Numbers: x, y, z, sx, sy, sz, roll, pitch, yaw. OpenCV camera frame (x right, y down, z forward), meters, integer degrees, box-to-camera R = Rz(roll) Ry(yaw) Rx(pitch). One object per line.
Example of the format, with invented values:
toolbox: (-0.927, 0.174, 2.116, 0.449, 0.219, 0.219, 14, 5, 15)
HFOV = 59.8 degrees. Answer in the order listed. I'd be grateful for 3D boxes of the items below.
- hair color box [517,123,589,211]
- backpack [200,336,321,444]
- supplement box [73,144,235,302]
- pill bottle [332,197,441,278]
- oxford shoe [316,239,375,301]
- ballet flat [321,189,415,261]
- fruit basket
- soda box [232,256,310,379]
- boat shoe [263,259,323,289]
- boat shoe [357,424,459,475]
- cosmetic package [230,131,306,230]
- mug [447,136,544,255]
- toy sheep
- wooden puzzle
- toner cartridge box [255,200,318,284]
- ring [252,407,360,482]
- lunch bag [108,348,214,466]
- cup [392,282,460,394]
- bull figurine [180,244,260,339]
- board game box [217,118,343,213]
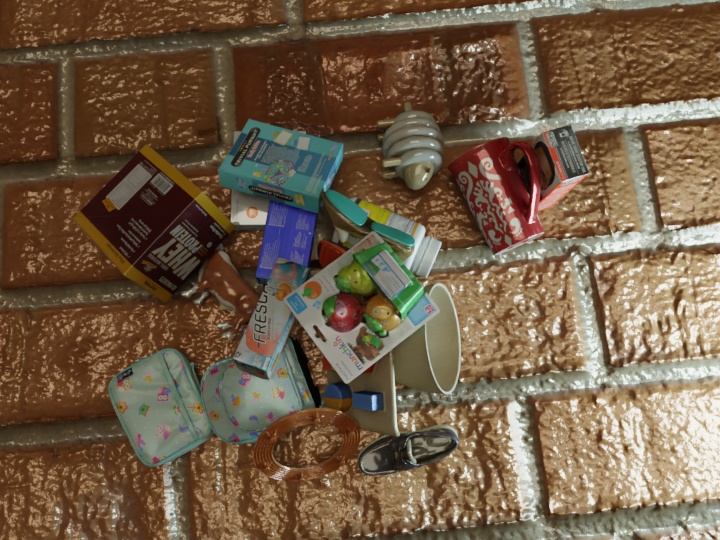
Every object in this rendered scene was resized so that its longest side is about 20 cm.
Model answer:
hair color box: (0.359, -0.188, 1.204, 0.061, 0.200, 0.102, -16, 79, -7)
backpack: (-0.192, 0.227, 1.155, 0.199, 0.153, 0.177, -22, 83, 5)
supplement box: (-0.390, -0.089, 1.193, 0.197, 0.133, 0.200, 38, 81, 29)
pill bottle: (0.053, -0.059, 1.228, 0.199, 0.109, 0.110, 24, 80, 5)
oxford shoe: (0.000, 0.000, 1.174, 0.200, 0.072, 0.072, 36, 37, 27)
ballet flat: (0.004, -0.071, 1.152, 0.199, 0.068, 0.073, 29, 122, 0)
fruit basket: (0.000, 0.054, 1.040, 0.199, 0.094, 0.186, -34, 71, -14)
soda box: (-0.150, 0.083, 1.087, 0.063, 0.068, 0.201, 19, 68, 4)
boat shoe: (-0.096, 0.022, 1.242, 0.198, 0.072, 0.073, -2, 108, -7)
boat shoe: (0.090, 0.337, 1.173, 0.198, 0.065, 0.072, -13, 81, -2)
cosmetic package: (-0.185, -0.184, 1.284, 0.150, 0.052, 0.202, -1, 79, 2)
mug: (0.272, -0.145, 1.216, 0.133, 0.178, 0.201, -22, 84, -6)
toy sheep: (0.102, -0.254, 1.258, 0.137, 0.138, 0.202, -6, 72, -1)
wooden puzzle: (-0.011, 0.195, 1.136, 0.046, 0.185, 0.202, -7, 92, -41)
toner cartridge box: (-0.136, -0.069, 1.201, 0.094, 0.043, 0.201, 8, 71, 2)
ring: (-0.094, 0.321, 1.126, 0.199, 0.201, 0.019, -18, 41, -3)
lunch bag: (-0.371, 0.252, 1.185, 0.160, 0.077, 0.201, -28, 80, -5)
cup: (0.090, 0.131, 1.165, 0.142, 0.200, 0.202, -8, 78, 24)
bull figurine: (-0.273, 0.037, 1.234, 0.121, 0.065, 0.200, -44, 80, -4)
board game box: (-0.150, -0.204, 1.206, 0.199, 0.047, 0.152, 16, 55, 7)
